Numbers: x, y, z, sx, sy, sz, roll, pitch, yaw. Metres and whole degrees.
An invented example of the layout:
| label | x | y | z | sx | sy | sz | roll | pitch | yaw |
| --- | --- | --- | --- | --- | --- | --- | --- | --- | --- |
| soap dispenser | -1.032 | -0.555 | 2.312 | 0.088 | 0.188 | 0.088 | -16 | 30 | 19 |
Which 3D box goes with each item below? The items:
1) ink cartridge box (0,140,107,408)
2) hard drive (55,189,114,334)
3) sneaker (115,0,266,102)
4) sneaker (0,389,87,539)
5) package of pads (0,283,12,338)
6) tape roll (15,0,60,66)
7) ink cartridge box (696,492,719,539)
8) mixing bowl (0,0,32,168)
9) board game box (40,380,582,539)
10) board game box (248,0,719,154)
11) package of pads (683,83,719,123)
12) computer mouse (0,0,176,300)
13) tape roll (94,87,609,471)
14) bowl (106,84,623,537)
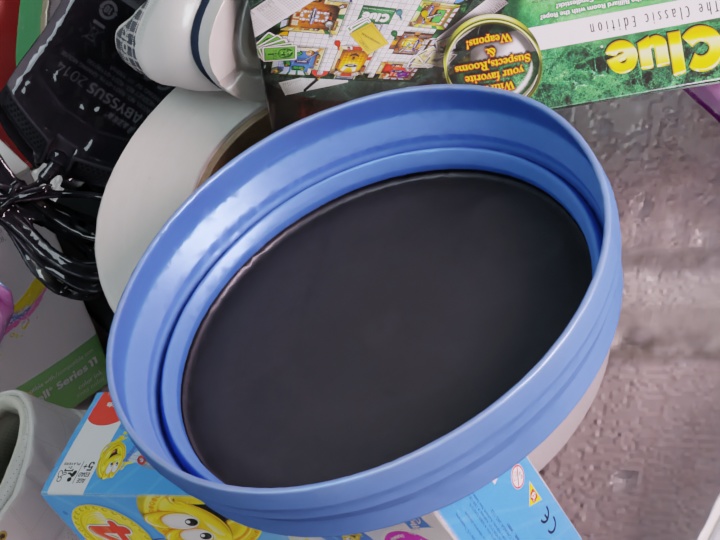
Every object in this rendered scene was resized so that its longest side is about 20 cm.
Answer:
| label | x | y | z | sx | sy | sz | roll | pitch | yaw |
| --- | --- | --- | --- | --- | --- | --- | --- | --- | --- |
| ink cartridge box | -0.211 | -0.020 | 1.029 | 0.067 | 0.200 | 0.117 | -34 | 46 | -19 |
| hard drive | -0.093 | -0.058 | 1.067 | 0.200 | 0.033 | 0.140 | -54 | 48 | 5 |
| sneaker | -0.036 | -0.165 | 0.872 | 0.080 | 0.076 | 0.200 | 11 | 57 | 44 |
| sneaker | -0.168 | 0.155 | 0.890 | 0.074 | 0.115 | 0.201 | 6 | 75 | 37 |
| package of pads | -0.258 | 0.071 | 0.962 | 0.200 | 0.076 | 0.121 | -33 | 20 | 52 |
| tape roll | -0.111 | -0.145 | 1.039 | 0.200 | 0.048 | 0.201 | -13 | 72 | 44 |
| ink cartridge box | 0.243 | 0.101 | 0.700 | 0.200 | 0.083 | 0.145 | 26 | 87 | 42 |
| mixing bowl | -0.252 | -0.160 | 1.189 | 0.200 | 0.108 | 0.201 | -16 | 62 | 32 |
| board game box | 0.001 | 0.132 | 0.794 | 0.195 | 0.200 | 0.056 | -5 | 44 | 37 |
| board game box | 0.052 | -0.112 | 0.773 | 0.199 | 0.023 | 0.105 | -7 | 93 | 19 |
| package of pads | 0.124 | -0.145 | 0.823 | 0.076 | 0.120 | 0.200 | -45 | 82 | 10 |
| computer mouse | -0.123 | -0.099 | 0.932 | 0.138 | 0.053 | 0.200 | 39 | 91 | -1 |
| tape roll | 0.000 | 0.000 | 0.861 | 0.202 | 0.139 | 0.203 | -13 | 49 | 15 |
| bowl | 0.003 | 0.013 | 0.715 | 0.200 | 0.039 | 0.201 | -16 | 42 | 15 |
